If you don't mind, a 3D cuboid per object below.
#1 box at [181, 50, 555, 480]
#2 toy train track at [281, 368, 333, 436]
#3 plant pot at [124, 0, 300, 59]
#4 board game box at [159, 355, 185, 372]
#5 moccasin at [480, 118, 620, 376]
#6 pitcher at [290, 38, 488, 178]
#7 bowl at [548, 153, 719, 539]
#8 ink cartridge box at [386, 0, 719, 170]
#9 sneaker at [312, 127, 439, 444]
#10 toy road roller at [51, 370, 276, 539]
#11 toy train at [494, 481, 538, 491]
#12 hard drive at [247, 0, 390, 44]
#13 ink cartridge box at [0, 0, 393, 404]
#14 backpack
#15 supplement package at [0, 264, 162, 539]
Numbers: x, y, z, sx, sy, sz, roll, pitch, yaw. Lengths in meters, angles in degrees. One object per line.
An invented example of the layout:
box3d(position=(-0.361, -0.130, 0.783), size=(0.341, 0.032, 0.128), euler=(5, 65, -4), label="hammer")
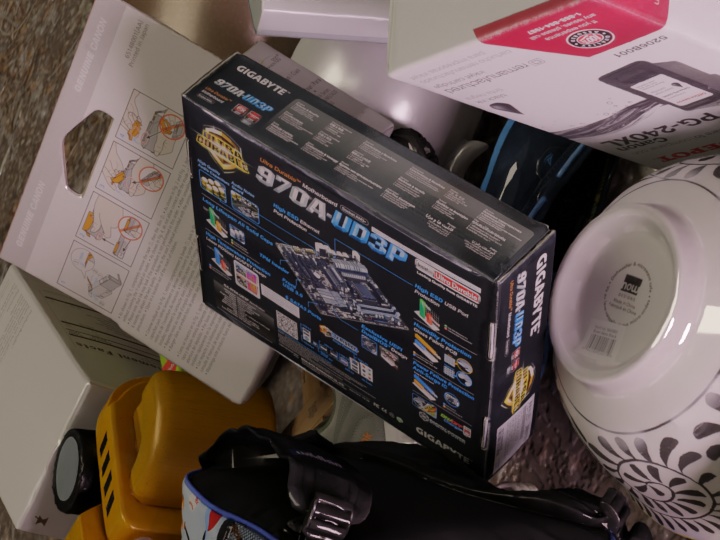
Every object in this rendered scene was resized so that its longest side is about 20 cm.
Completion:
box3d(position=(0.000, 0.000, 0.884), size=(0.200, 0.046, 0.159), euler=(31, 145, 26), label="box")
box3d(position=(-0.020, 0.060, 1.127), size=(0.115, 0.032, 0.201), euler=(-51, 32, 39), label="toy train track")
box3d(position=(-0.084, -0.141, 1.170), size=(0.200, 0.200, 0.175), euler=(5, 81, 56), label="plant pot")
box3d(position=(-0.107, -0.007, 1.247), size=(0.102, 0.047, 0.200), euler=(-55, 30, 24), label="board game box")
box3d(position=(0.089, 0.003, 0.951), size=(0.068, 0.080, 0.201), euler=(12, 88, 43), label="moccasin")
box3d(position=(0.019, -0.063, 1.067), size=(0.171, 0.121, 0.201), euler=(27, 92, 18), label="pitcher")
box3d(position=(0.152, 0.022, 0.838), size=(0.201, 0.094, 0.201), euler=(-31, 49, 45), label="bowl")
box3d(position=(0.135, -0.120, 0.840), size=(0.145, 0.199, 0.084), euler=(-15, 66, 51), label="ink cartridge box")
box3d(position=(0.011, 0.019, 0.997), size=(0.074, 0.079, 0.201), euler=(-41, -42, -76), label="sneaker")
box3d(position=(-0.114, 0.153, 1.109), size=(0.146, 0.122, 0.201), euler=(-55, 36, 40), label="toy road roller")
box3d(position=(0.081, 0.217, 0.887), size=(0.150, 0.056, 0.201), euler=(-36, 47, 34), label="toy train")
box3d(position=(0.028, -0.182, 1.027), size=(0.027, 0.199, 0.132), euler=(111, 154, -46), label="hard drive")
box3d(position=(-0.099, -0.045, 1.014), size=(0.200, 0.176, 0.045), euler=(-62, -6, 33), label="ink cartridge box")
box3d(position=(0.003, 0.150, 0.833), size=(0.190, 0.199, 0.155), euler=(27, 107, 55), label="backpack")
box3d(position=(-0.203, 0.102, 1.284), size=(0.122, 0.119, 0.200), euler=(-62, 34, 12), label="supplement package")
